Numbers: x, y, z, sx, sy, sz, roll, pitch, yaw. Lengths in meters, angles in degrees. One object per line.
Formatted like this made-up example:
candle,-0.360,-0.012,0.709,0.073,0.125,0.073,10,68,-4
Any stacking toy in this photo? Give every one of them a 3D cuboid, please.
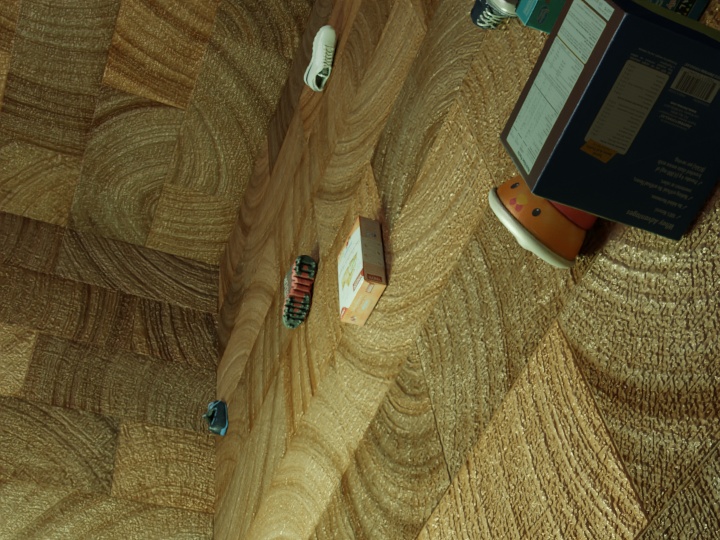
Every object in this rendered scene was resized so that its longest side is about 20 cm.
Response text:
stacking toy,0.273,-0.117,1.132,0.201,0.145,0.147,-50,26,19

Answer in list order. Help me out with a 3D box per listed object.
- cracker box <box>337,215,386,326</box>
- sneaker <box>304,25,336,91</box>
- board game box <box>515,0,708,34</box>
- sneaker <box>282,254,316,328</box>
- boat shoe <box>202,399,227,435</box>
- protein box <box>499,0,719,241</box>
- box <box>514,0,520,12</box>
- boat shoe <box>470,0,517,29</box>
cracker box,0.000,0.000,1.928,0.202,0.057,0.135,-96,26,-45
sneaker,-0.112,-0.658,2.769,0.081,0.075,0.202,50,129,55
board game box,0.303,-0.330,1.034,0.047,0.198,0.152,-102,32,-54
sneaker,-0.171,0.063,2.375,0.098,0.070,0.203,149,135,-65
boat shoe,-0.493,0.489,3.025,0.200,0.068,0.085,-143,69,-71
protein box,0.290,-0.171,0.954,0.136,0.196,0.202,-103,33,-55
box,0.314,-0.411,1.249,0.201,0.085,0.165,-111,40,-61
boat shoe,0.240,-0.454,1.549,0.201,0.074,0.094,-89,15,-56
